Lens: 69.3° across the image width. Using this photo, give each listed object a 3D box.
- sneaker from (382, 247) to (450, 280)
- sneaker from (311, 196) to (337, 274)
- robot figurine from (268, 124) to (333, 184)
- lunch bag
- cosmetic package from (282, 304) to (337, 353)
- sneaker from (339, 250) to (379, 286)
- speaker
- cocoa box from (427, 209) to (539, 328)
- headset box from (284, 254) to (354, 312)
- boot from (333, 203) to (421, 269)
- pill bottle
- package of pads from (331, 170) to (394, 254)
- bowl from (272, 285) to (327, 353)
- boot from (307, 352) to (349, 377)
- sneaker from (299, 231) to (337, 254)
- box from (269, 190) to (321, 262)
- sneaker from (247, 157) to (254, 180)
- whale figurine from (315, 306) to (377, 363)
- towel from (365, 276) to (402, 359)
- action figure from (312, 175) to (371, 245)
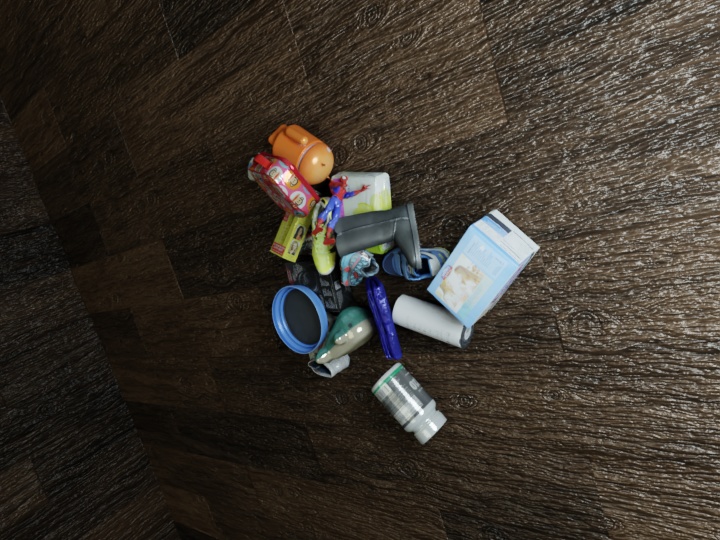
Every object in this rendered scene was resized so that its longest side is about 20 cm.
[{"bbox_3d":[0.124,-0.017,1.281,0.197,0.082,0.075,-4,109,42],"label":"sneaker"},{"bbox_3d":[-0.103,-0.090,1.358,0.074,0.076,0.205,-2,92,17],"label":"sneaker"},{"bbox_3d":[-0.150,-0.301,1.365,0.199,0.116,0.146,37,126,23],"label":"robot figurine"},{"bbox_3d":[-0.206,-0.226,1.318,0.176,0.082,0.199,48,169,-34],"label":"lunch bag"},{"bbox_3d":[-0.140,0.174,1.583,0.198,0.087,0.105,24,121,30],"label":"cosmetic package"},{"bbox_3d":[0.000,0.000,1.355,0.094,0.081,0.200,18,163,10],"label":"sneaker"},{"bbox_3d":[0.178,0.124,1.299,0.197,0.081,0.083,17,119,34],"label":"speaker"},{"bbox_3d":[0.264,-0.003,1.135,0.133,0.130,0.202,43,130,17],"label":"cocoa box"},{"bbox_3d":[-0.128,0.035,1.519,0.197,0.077,0.152,-1,108,41],"label":"headset box"},{"bbox_3d":[0.039,-0.065,1.223,0.196,0.066,0.168,-10,66,6],"label":"boot"},{"bbox_3d":[0.133,0.362,1.420,0.200,0.112,0.114,47,131,13],"label":"pill bottle"},{"bbox_3d":[0.009,-0.148,1.329,0.152,0.068,0.204,9,115,38],"label":"package of pads"},{"bbox_3d":[-0.175,0.139,1.515,0.198,0.039,0.205,13,112,35],"label":"bowl"},{"bbox_3d":[-0.134,0.259,1.610,0.198,0.095,0.075,21,121,32],"label":"boot"},{"bbox_3d":[-0.124,-0.074,1.466,0.198,0.080,0.076,-17,100,42],"label":"sneaker"},{"bbox_3d":[-0.177,-0.131,1.432,0.075,0.050,0.203,25,93,47],"label":"box"},{"bbox_3d":[-0.246,-0.281,1.486,0.197,0.071,0.074,16,110,30],"label":"sneaker"},{"bbox_3d":[-0.050,0.179,1.454,0.199,0.159,0.105,-38,75,11],"label":"whale figurine"},{"bbox_3d":[0.053,0.124,1.373,0.148,0.049,0.204,-132,26,-79],"label":"towel"},{"bbox_3d":[-0.042,-0.161,1.215,0.098,0.203,0.065,-21,131,34],"label":"action figure"}]
